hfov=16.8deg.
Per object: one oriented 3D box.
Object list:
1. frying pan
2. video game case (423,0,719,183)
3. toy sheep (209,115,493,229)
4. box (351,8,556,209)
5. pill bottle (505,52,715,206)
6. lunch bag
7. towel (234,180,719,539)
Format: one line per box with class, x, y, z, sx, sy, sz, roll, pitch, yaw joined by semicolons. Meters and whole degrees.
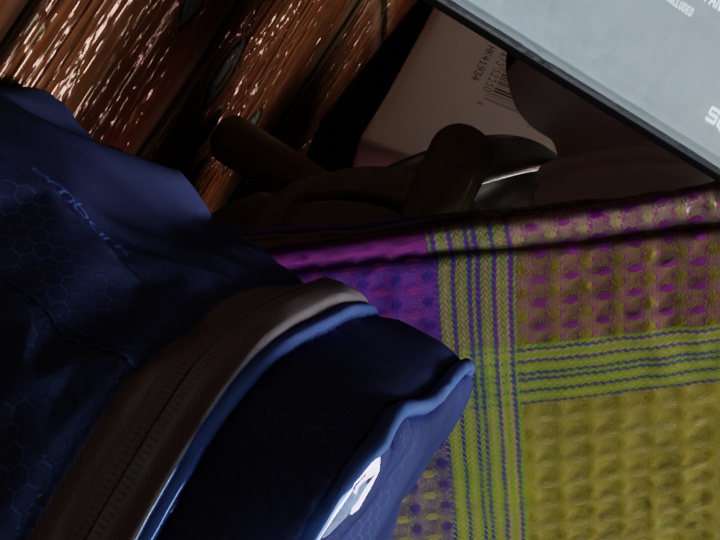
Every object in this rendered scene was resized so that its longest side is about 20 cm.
frying pan;0.016;-0.006;0.873;0.114;0.031;0.190;-20;169;-13
video game case;0.094;-0.126;0.522;0.019;0.142;0.201;29;-88;53
toy sheep;-0.009;0.032;0.712;0.138;0.137;0.201;-52;172;-44
box;0.045;-0.005;0.991;0.201;0.097;0.125;106;8;-46
pill bottle;0.098;-0.093;0.671;0.114;0.113;0.202;64;28;-83
lunch bag;-0.053;0.053;0.457;0.136;0.132;0.200;-59;174;7
towel;0.016;0.039;0.623;0.023;0.198;0.144;-97;180;-48
